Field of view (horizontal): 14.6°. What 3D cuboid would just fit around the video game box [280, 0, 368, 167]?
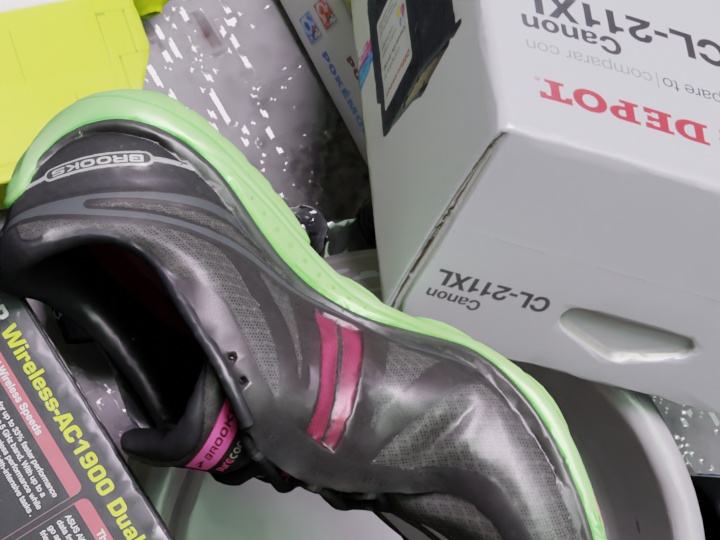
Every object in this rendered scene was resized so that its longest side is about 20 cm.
[{"bbox_3d":[0.077,-0.094,0.986,0.199,0.047,0.183,-26,88,-29],"label":"video game box"}]

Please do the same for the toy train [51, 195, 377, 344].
[{"bbox_3d":[0.000,0.000,0.897,0.199,0.034,0.046,-8,87,-6],"label":"toy train"}]

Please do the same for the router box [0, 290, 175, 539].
[{"bbox_3d":[-0.124,0.098,0.775,0.149,0.062,0.201,-32,76,-6],"label":"router box"}]

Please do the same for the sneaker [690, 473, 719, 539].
[{"bbox_3d":[0.153,0.093,0.943,0.200,0.078,0.089,-37,93,-29],"label":"sneaker"}]

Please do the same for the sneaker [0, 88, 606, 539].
[{"bbox_3d":[-0.021,0.038,0.770,0.200,0.077,0.084,37,51,1],"label":"sneaker"}]

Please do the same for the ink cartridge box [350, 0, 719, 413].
[{"bbox_3d":[0.079,-0.065,0.863,0.145,0.083,0.201,15,42,-20],"label":"ink cartridge box"}]

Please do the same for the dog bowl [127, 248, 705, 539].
[{"bbox_3d":[0.015,0.092,0.852,0.199,0.059,0.202,0,89,-10],"label":"dog bowl"}]

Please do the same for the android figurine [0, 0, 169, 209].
[{"bbox_3d":[-0.141,-0.099,0.891,0.181,0.041,0.201,-16,80,-28],"label":"android figurine"}]
